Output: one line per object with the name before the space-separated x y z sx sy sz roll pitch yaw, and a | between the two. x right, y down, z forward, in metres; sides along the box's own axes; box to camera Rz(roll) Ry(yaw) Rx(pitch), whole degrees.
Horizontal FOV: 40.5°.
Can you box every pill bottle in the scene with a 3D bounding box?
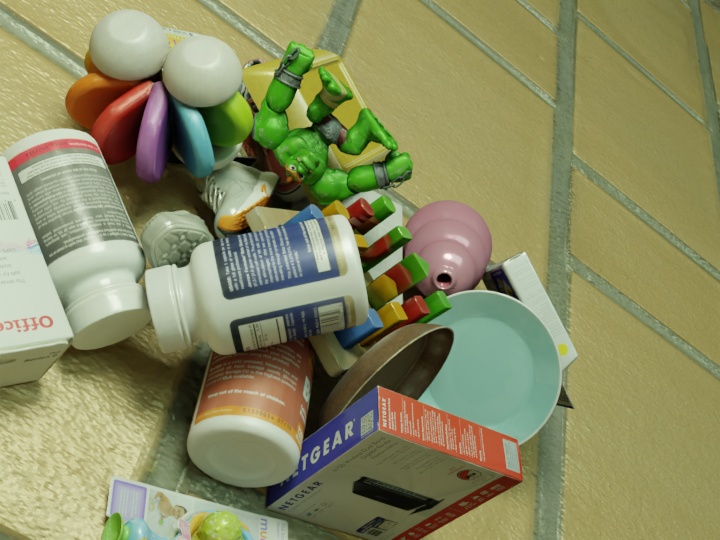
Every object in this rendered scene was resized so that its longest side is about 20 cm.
pill bottle | -0.277 -0.029 0.957 0.110 0.111 0.201 -8 65 -46
pill bottle | -0.100 0.018 0.940 0.199 0.111 0.111 -12 62 -7
pill bottle | -0.104 0.111 1.007 0.112 0.112 0.200 30 43 -22

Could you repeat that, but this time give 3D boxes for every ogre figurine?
ogre figurine | -0.042 -0.151 1.124 0.200 0.120 0.098 37 19 -37

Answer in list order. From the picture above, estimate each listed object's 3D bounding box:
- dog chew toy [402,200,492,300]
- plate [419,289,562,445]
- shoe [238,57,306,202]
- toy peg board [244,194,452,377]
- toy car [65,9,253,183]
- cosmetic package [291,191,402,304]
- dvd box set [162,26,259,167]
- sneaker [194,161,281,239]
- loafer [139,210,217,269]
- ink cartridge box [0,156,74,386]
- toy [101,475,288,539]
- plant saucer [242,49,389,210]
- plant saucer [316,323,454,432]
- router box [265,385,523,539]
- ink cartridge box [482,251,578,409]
dog chew toy | 0.111 -0.018 1.279 0.125 0.125 0.200 43 17 -7
plate | 0.146 0.124 1.197 0.200 0.200 0.026 55 7 8
shoe | -0.112 -0.183 1.252 0.091 0.071 0.201 47 24 -47
toy peg board | 0.000 0.000 1.085 0.200 0.098 0.199 60 21 14
toy car | -0.221 -0.167 1.052 0.199 0.175 0.150 20 60 3
cosmetic package | -0.018 -0.031 1.254 0.150 0.052 0.201 28 43 -27
dvd box set | -0.220 -0.221 1.232 0.146 0.029 0.201 1 59 -43
sneaker | -0.156 -0.082 1.129 0.092 0.076 0.200 25 15 -4
loafer | -0.190 -0.029 1.019 0.070 0.070 0.200 46 -4 11
ink cartridge box | -0.364 0.005 0.867 0.145 0.087 0.200 -9 64 -46
toy | -0.140 0.261 0.903 0.199 0.047 0.116 22 48 -30
plant saucer | -0.041 -0.193 1.250 0.200 0.048 0.200 61 31 -5
plant saucer | 0.021 0.127 1.057 0.034 0.201 0.200 44 35 21
router box | 0.031 0.207 0.989 0.179 0.200 0.049 23 45 -27
ink cartridge box | 0.229 0.078 1.287 0.201 0.047 0.198 62 -4 2
